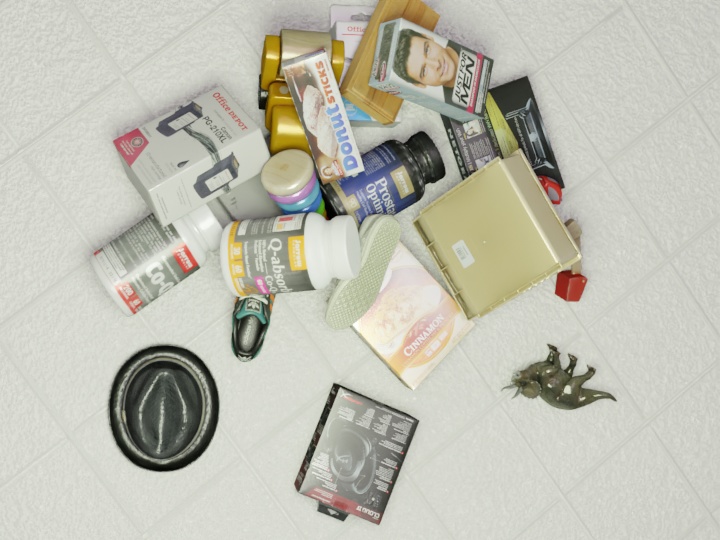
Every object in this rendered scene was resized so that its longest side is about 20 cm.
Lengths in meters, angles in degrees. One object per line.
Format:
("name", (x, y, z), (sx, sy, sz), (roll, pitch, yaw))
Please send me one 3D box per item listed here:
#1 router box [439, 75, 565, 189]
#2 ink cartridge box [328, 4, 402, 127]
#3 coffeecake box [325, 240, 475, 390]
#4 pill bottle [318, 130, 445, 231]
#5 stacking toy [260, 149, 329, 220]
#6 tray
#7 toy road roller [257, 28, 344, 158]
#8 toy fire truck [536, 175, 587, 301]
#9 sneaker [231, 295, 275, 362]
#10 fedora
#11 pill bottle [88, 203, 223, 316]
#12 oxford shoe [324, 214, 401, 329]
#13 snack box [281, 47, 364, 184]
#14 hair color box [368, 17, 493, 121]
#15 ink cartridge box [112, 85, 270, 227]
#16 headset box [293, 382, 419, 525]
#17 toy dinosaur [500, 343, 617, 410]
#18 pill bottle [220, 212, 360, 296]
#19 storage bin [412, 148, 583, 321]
("router box", (0.239, -0.205, 1.750), (0.155, 0.052, 0.203), (-20, 93, -9))
("ink cartridge box", (0.007, -0.342, 1.702), (0.113, 0.067, 0.204), (0, 89, -11))
("coffeecake box", (0.065, 0.069, 1.706), (0.154, 0.073, 0.200), (-45, 96, -7))
("pill bottle", (0.035, -0.142, 1.683), (0.198, 0.112, 0.113), (-30, 95, -9))
("stacking toy", (-0.088, -0.095, 1.639), (0.084, 0.201, 0.087), (-9, 51, 12))
("tray", (0.047, -0.346, 1.650), (0.098, 0.037, 0.203), (30, 76, -26))
("toy road roller", (-0.095, -0.267, 1.619), (0.120, 0.201, 0.149), (2, 67, -10))
("toy fire truck", (0.321, -0.054, 1.734), (0.138, 0.049, 0.204), (4, 103, -17))
("sneaker", (-0.167, 0.046, 1.659), (0.070, 0.080, 0.204), (7, 88, -8))
("fedora", (-0.308, 0.220, 1.626), (0.196, 0.092, 0.205), (0, 90, -11))
("pill bottle", (-0.312, -0.029, 1.618), (0.199, 0.114, 0.115), (-35, 95, -8))
("oxford shoe", (0.000, 0.000, 1.635), (0.074, 0.058, 0.203), (20, 100, -37))
("snack box", (-0.056, -0.233, 1.580), (0.071, 0.024, 0.202), (-18, 121, 2))
("hair color box", (0.114, -0.314, 1.636), (0.197, 0.060, 0.101), (14, 84, -34))
("ink cartridge box", (-0.258, -0.180, 1.598), (0.198, 0.085, 0.145), (-31, 51, -15))
("headset box", (-0.011, 0.307, 1.688), (0.147, 0.077, 0.203), (22, 87, -9))
("toy dinosaur", (0.338, 0.192, 1.765), (0.197, 0.077, 0.104), (24, 97, -14))
("pill bottle", (-0.105, -0.026, 1.573), (0.196, 0.116, 0.119), (-6, 90, 14))
("storage bin", (0.215, -0.052, 1.664), (0.197, 0.093, 0.202), (-33, 84, 31))
